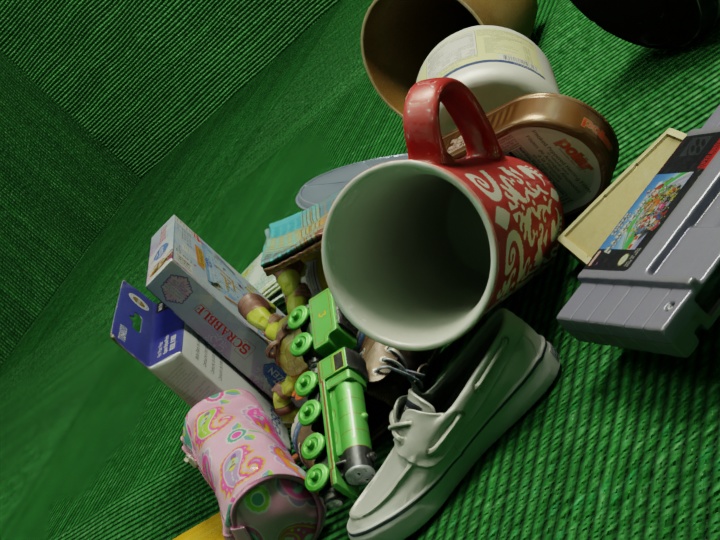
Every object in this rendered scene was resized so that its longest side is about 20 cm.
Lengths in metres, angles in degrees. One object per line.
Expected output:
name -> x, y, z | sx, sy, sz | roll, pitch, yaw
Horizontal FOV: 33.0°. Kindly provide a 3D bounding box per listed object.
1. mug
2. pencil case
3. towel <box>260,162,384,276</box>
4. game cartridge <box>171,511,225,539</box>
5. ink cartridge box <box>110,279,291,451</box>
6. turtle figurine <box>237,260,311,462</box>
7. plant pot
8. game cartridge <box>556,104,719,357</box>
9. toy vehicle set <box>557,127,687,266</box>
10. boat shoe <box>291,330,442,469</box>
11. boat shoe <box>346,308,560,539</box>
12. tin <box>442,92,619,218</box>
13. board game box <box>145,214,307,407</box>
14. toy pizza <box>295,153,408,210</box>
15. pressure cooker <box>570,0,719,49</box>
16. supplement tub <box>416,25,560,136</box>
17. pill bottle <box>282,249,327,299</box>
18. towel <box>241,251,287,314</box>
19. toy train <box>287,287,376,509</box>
mug -> 0.084, -0.043, 0.913 | 0.200, 0.133, 0.178 | -19, -43, -62
pencil case -> -0.096, 0.170, 1.025 | 0.087, 0.087, 0.200 | -47, 26, -3
towel -> -0.026, -0.052, 1.113 | 0.146, 0.022, 0.200 | -29, 10, 3
game cartridge -> -0.172, 0.299, 1.045 | 0.176, 0.032, 0.200 | -35, 20, 35
ink cartridge box -> -0.156, 0.088, 1.205 | 0.041, 0.200, 0.200 | -45, 17, 6
turtle figurine -> -0.060, 0.069, 1.102 | 0.161, 0.064, 0.200 | 53, 124, 46
plant pot -> 0.130, -0.295, 1.480 | 0.186, 0.187, 0.200 | -29, 11, 46
game cartridge -> 0.215, -0.035, 0.765 | 0.200, 0.038, 0.130 | -50, 21, -13
toy vehicle set -> 0.219, -0.034, 0.859 | 0.124, 0.027, 0.200 | -45, 16, 6
boat shoe -> 0.022, 0.090, 1.003 | 0.200, 0.072, 0.072 | -55, 20, 7
boat shoe -> 0.052, 0.111, 0.865 | 0.200, 0.065, 0.074 | -48, 16, -4
tin -> 0.127, -0.080, 1.039 | 0.200, 0.112, 0.042 | -25, 36, 43
board game box -> -0.135, 0.042, 1.264 | 0.041, 0.199, 0.200 | -45, 15, 5
toy pizza -> 0.030, -0.084, 1.292 | 0.200, 0.032, 0.200 | -9, 19, 3
pressure cooker -> 0.291, -0.325, 1.107 | 0.200, 0.176, 0.179 | -54, 21, -14
supplement tub -> 0.123, -0.153, 1.173 | 0.145, 0.145, 0.200 | -41, 17, 19
pill bottle -> 0.000, 0.000, 1.183 | 0.109, 0.109, 0.200 | -54, 18, -26
towel -> -0.123, 0.022, 1.556 | 0.171, 0.048, 0.200 | -42, 16, 13
toy train -> -0.020, 0.095, 0.954 | 0.056, 0.042, 0.200 | -32, 42, 21
